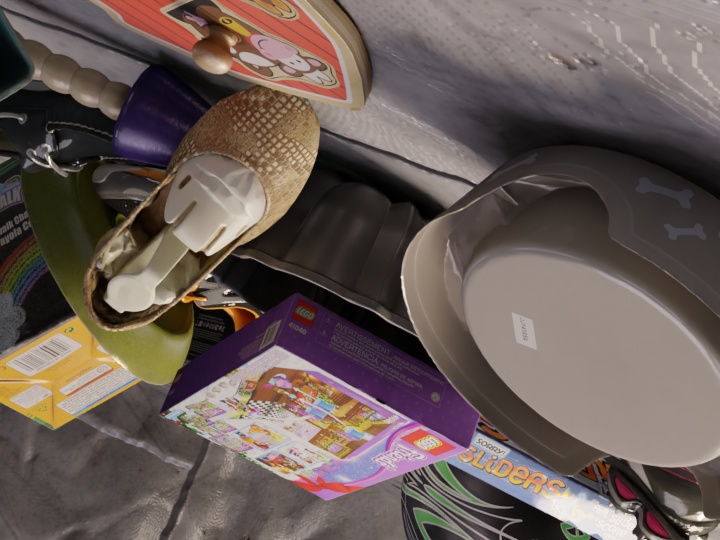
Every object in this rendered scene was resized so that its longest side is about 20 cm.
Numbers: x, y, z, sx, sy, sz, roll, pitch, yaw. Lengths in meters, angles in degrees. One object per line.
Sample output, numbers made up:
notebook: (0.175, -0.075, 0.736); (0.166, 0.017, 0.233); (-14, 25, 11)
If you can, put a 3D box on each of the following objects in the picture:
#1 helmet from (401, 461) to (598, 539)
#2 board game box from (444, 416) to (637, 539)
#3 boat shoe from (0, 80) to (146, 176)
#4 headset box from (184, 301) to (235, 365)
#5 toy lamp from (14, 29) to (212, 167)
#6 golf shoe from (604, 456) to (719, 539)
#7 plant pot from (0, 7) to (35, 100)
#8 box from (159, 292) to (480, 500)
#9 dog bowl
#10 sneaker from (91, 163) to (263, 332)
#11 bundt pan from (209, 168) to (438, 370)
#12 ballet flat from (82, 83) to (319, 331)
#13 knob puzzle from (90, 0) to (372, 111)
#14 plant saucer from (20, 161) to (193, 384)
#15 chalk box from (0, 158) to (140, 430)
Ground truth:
helmet: (0.125, 0.184, 1.235); (0.189, 0.201, 0.200); (22, 169, 5)
board game box: (0.122, 0.111, 1.098); (0.199, 0.035, 0.136); (28, -152, -18)
boat shoe: (-0.206, -0.091, 1.037); (0.199, 0.061, 0.076); (16, 165, 40)
headset box: (-0.062, 0.083, 1.425); (0.200, 0.093, 0.174); (33, 166, -35)
toy lamp: (-0.171, -0.113, 0.879); (0.199, 0.059, 0.058); (25, 169, 3)
golf shoe: (0.168, 0.092, 1.044); (0.200, 0.088, 0.077); (43, -151, 21)
plant pot: (-0.276, -0.120, 0.771); (0.142, 0.141, 0.200); (61, 161, -18)
box: (-0.030, 0.086, 0.993); (0.136, 0.039, 0.200); (30, 153, -17)
dog bowl: (0.117, 0.027, 0.723); (0.199, 0.059, 0.201); (28, 149, 19)
sneaker: (-0.118, -0.014, 1.158); (0.200, 0.078, 0.078); (34, 167, -32)
bundt pan: (0.000, 0.000, 0.956); (0.201, 0.076, 0.202); (24, 168, 5)
ballet flat: (-0.090, -0.023, 0.846); (0.070, 0.065, 0.200); (35, 134, -11)
knob puzzle: (-0.081, -0.120, 0.715); (0.218, 0.031, 0.220); (24, 168, 5)
plant saucer: (-0.177, -0.013, 1.156); (0.201, 0.031, 0.200); (56, -166, -22)
chalk box: (-0.245, -0.004, 1.222); (0.124, 0.124, 0.201); (43, -158, -56)
